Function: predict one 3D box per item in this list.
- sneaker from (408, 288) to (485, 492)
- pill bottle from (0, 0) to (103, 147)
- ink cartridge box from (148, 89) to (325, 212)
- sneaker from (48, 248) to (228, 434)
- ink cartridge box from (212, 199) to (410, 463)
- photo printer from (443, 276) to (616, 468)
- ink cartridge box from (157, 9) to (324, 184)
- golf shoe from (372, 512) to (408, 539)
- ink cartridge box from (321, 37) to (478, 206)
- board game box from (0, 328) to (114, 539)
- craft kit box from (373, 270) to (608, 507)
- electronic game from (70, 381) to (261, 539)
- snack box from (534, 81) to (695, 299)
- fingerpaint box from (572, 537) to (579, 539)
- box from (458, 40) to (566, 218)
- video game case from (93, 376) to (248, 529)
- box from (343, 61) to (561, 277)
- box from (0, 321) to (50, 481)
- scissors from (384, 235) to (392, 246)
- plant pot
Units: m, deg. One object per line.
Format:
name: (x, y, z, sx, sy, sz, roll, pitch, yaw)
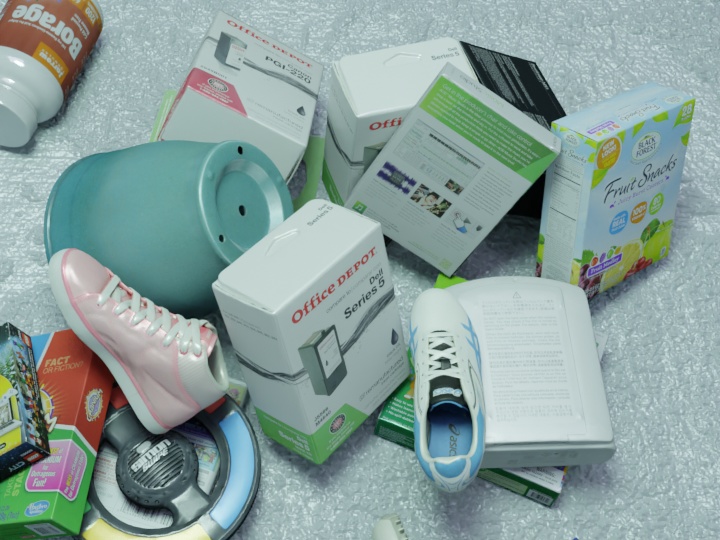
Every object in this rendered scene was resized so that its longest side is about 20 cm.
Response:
sneaker: (0.081, 0.102, 0.993, 0.071, 0.073, 0.201, -3, 61, -1)
pill bottle: (-0.389, -0.248, 1.262, 0.112, 0.112, 0.201, 15, 58, 3)
ink cartridge box: (-0.147, -0.131, 1.254, 0.199, 0.048, 0.146, 9, 57, 2)
sneaker: (-0.192, 0.050, 0.981, 0.104, 0.201, 0.075, -24, 20, 16)
ink cartridge box: (-0.040, 0.058, 1.015, 0.084, 0.201, 0.145, 23, 52, 36)
photo printer: (0.160, 0.097, 1.081, 0.165, 0.070, 0.201, -2, 58, -5)
ink cartridge box: (-0.127, -0.188, 1.191, 0.145, 0.085, 0.200, 26, 32, -14)
golf shoe: (0.009, 0.320, 0.976, 0.097, 0.078, 0.201, -2, 57, 0)
ink cartridge box: (0.041, -0.151, 1.195, 0.145, 0.200, 0.084, -14, 60, -14)
board game box: (-0.318, 0.156, 1.018, 0.152, 0.040, 0.201, -11, 53, 22)
craft kit box: (0.141, 0.120, 1.131, 0.199, 0.049, 0.198, 21, 56, 7)
electronic game: (-0.195, 0.189, 1.026, 0.199, 0.042, 0.201, 2, 58, -3)
snack box: (0.274, -0.084, 1.157, 0.168, 0.201, 0.068, -25, 39, -33)
fingerpaint box: (0.204, 0.374, 0.960, 0.167, 0.073, 0.200, -35, 68, -24)
box: (0.181, -0.162, 1.257, 0.141, 0.079, 0.201, 3, 52, -39)
video game case: (-0.234, 0.166, 1.074, 0.199, 0.022, 0.183, 16, 58, 5)
box: (0.092, -0.100, 1.111, 0.144, 0.200, 0.036, 33, 39, -9)
box: (-0.391, 0.153, 0.998, 0.199, 0.038, 0.137, -28, 53, 8)
scissors: (0.000, 0.000, 1.209, 0.199, 0.014, 0.073, -28, 62, -22)
plant pot: (-0.176, -0.043, 1.061, 0.187, 0.200, 0.201, -14, 49, 36)
